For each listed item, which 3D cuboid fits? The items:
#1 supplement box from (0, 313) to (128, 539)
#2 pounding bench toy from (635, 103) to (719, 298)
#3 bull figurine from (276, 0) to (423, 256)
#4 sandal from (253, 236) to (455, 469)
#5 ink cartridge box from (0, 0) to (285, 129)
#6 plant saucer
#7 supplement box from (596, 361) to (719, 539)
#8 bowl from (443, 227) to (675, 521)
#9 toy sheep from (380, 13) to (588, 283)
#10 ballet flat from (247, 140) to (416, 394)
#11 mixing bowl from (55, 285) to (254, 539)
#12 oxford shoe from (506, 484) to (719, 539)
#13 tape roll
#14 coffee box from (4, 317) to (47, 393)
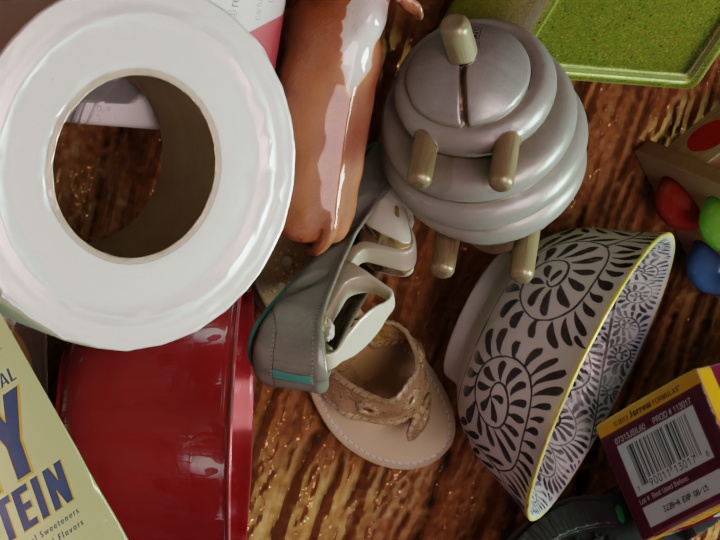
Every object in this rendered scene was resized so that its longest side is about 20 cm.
[{"bbox_3d":[-0.234,0.094,1.448,0.134,0.200,0.201,-32,113,-13],"label":"supplement box"},{"bbox_3d":[0.295,-0.043,1.767,0.156,0.200,0.125,-38,118,-13],"label":"pounding bench toy"},{"bbox_3d":[-0.025,-0.112,1.626,0.065,0.121,0.201,12,94,-32],"label":"bull figurine"},{"bbox_3d":[0.003,0.060,1.724,0.078,0.070,0.212,-43,119,-10],"label":"sandal"},{"bbox_3d":[-0.148,-0.159,1.575,0.199,0.083,0.148,2,105,-28],"label":"ink cartridge box"},{"bbox_3d":[0.171,-0.179,1.690,0.199,0.048,0.200,2,139,-27],"label":"plant saucer"},{"bbox_3d":[0.268,0.101,1.806,0.199,0.110,0.086,-13,76,-39],"label":"supplement box"},{"bbox_3d":[0.113,0.048,1.745,0.201,0.094,0.201,-56,163,-26],"label":"bowl"},{"bbox_3d":[0.072,-0.079,1.642,0.137,0.138,0.200,-32,147,-15],"label":"toy sheep"},{"bbox_3d":[0.000,0.000,1.660,0.068,0.063,0.200,81,31,-44],"label":"ballet flat"},{"bbox_3d":[-0.121,0.091,1.620,0.108,0.200,0.202,2,106,0],"label":"mixing bowl"},{"bbox_3d":[0.157,0.184,1.824,0.199,0.084,0.073,-19,77,-34],"label":"oxford shoe"},{"bbox_3d":[-0.138,-0.059,1.505,0.201,0.071,0.204,-6,101,-31],"label":"tape roll"},{"bbox_3d":[-0.244,0.099,1.603,0.112,0.080,0.201,-5,106,-23],"label":"coffee box"}]
